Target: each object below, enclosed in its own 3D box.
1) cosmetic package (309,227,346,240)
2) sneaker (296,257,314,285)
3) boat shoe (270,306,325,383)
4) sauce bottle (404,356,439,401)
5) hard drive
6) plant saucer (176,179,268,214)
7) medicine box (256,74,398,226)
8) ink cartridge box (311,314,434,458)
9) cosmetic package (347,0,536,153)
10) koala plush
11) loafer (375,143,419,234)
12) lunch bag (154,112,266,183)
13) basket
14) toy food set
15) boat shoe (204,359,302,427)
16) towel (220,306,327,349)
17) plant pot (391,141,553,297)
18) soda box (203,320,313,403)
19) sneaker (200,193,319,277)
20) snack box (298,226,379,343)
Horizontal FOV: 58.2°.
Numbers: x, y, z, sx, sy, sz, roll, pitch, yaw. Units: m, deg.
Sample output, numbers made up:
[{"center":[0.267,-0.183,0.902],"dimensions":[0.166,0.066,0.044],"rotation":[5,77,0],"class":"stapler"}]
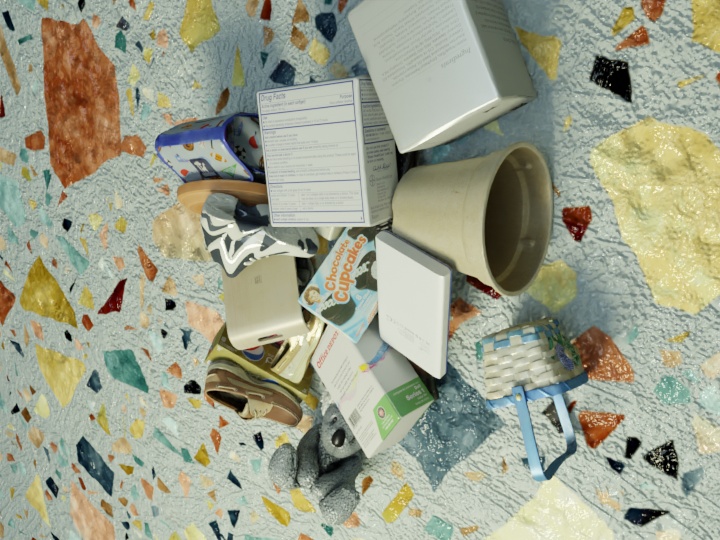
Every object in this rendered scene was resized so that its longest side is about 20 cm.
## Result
[{"center":[-0.039,-0.169,1.064],"dimensions":[0.102,0.087,0.204],"rotation":[31,117,20],"class":"cosmetic package"},{"center":[-0.150,0.022,1.195],"dimensions":[0.112,0.075,0.206],"rotation":[25,113,27],"class":"sneaker"},{"center":[-0.107,0.110,1.136],"dimensions":[0.065,0.075,0.204],"rotation":[16,114,-13],"class":"boat shoe"},{"center":[0.096,0.117,1.070],"dimensions":[0.064,0.066,0.207],"rotation":[-1,102,32],"class":"sauce bottle"},{"center":[0.077,0.053,0.964],"dimensions":[0.131,0.025,0.204],"rotation":[32,141,35],"class":"hard drive"},{"center":[-0.220,-0.118,1.128],"dimensions":[0.195,0.198,0.033],"rotation":[-3,81,32],"class":"plant saucer"},{"center":[-0.046,-0.172,0.952],"dimensions":[0.178,0.102,0.207],"rotation":[3,104,32],"class":"medicine box"},{"center":[0.014,0.183,1.089],"dimensions":[0.202,0.082,0.146],"rotation":[55,140,23],"class":"ink cartridge box"},{"center":[0.115,-0.292,0.883],"dimensions":[0.162,0.164,0.205],"rotation":[-21,91,35],"class":"cosmetic package"},{"center":[-0.041,0.310,1.178],"dimensions":[0.174,0.183,0.204],"rotation":[28,96,12],"class":"koala plush"},{"center":[0.059,-0.143,1.017],"dimensions":[0.071,0.070,0.207],"rotation":[4,87,32],"class":"loafer"},{"center":[-0.223,-0.204,1.095],"dimensions":[0.166,0.198,0.128],"rotation":[0,91,30],"class":"lunch bag"},{"center":[0.253,0.177,0.920],"dimensions":[0.136,0.175,0.206],"rotation":[-15,85,30],"class":"basket"},{"center":[-0.163,0.022,1.119],"dimensions":[0.139,0.060,0.206],"rotation":[-13,75,16],"class":"toy food set"},{"center":[-0.197,0.240,1.172],"dimensions":[0.196,0.073,0.076],"rotation":[28,128,-12],"class":"boat shoe"},{"center":[-0.158,0.121,1.220],"dimensions":[0.198,0.023,0.144],"rotation":[-31,117,32],"class":"towel"},{"center":[0.149,-0.079,0.922],"dimensions":[0.180,0.198,0.207],"rotation":[10,109,41],"class":"plant pot"},{"center":[-0.188,0.180,1.215],"dimensions":[0.197,0.069,0.064],"rotation":[33,126,-16],"class":"soda box"},{"center":[-0.172,-0.039,1.069],"dimensions":[0.193,0.081,0.131],"rotation":[12,138,-15],"class":"sneaker"},{"center":[0.000,0.000,1.050],"dimensions":[0.115,0.037,0.203],"rotation":[30,81,20],"class":"snack box"}]
